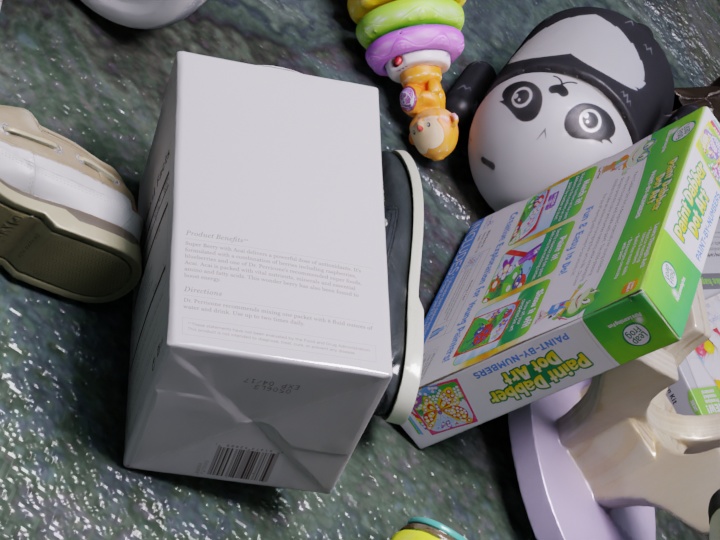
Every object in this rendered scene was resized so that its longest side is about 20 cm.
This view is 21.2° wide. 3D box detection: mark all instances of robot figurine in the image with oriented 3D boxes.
[{"bbox_3d":[0.151,-0.110,1.354,0.125,0.149,0.200,55,37,-14],"label":"robot figurine"}]

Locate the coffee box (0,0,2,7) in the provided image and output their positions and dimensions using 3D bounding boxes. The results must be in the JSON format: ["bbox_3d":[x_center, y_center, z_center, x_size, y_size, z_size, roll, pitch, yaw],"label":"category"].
[{"bbox_3d":[-0.254,-0.207,1.083,0.112,0.080,0.202,26,45,-26],"label":"coffee box"}]

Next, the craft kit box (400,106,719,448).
[{"bbox_3d":[0.126,0.003,1.183,0.049,0.197,0.201,48,39,-16],"label":"craft kit box"}]

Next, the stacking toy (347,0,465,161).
[{"bbox_3d":[0.035,-0.172,1.332,0.109,0.115,0.202,6,69,-46],"label":"stacking toy"}]

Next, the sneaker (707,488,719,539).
[{"bbox_3d":[0.239,0.220,1.102,0.109,0.067,0.202,-73,151,-41],"label":"sneaker"}]

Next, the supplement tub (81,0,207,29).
[{"bbox_3d":[-0.104,-0.245,1.224,0.123,0.122,0.200,46,39,-5],"label":"supplement tub"}]

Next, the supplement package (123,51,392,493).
[{"bbox_3d":[-0.058,0.000,1.052,0.120,0.120,0.202,9,51,-13],"label":"supplement package"}]

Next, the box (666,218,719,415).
[{"bbox_3d":[0.256,0.057,1.390,0.155,0.041,0.202,-1,62,-43],"label":"box"}]

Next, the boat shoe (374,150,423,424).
[{"bbox_3d":[-0.001,0.002,1.169,0.065,0.075,0.201,9,55,-12],"label":"boat shoe"}]

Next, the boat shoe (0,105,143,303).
[{"bbox_3d":[-0.203,-0.051,1.021,0.199,0.074,0.069,31,39,-36],"label":"boat shoe"}]

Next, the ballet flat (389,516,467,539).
[{"bbox_3d":[0.093,0.212,1.103,0.199,0.067,0.068,31,64,-18],"label":"ballet flat"}]

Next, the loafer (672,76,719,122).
[{"bbox_3d":[0.255,-0.120,1.502,0.072,0.073,0.200,51,39,0],"label":"loafer"}]

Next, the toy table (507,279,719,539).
[{"bbox_3d":[0.177,0.101,1.203,0.183,0.117,0.202,16,53,-47],"label":"toy table"}]
